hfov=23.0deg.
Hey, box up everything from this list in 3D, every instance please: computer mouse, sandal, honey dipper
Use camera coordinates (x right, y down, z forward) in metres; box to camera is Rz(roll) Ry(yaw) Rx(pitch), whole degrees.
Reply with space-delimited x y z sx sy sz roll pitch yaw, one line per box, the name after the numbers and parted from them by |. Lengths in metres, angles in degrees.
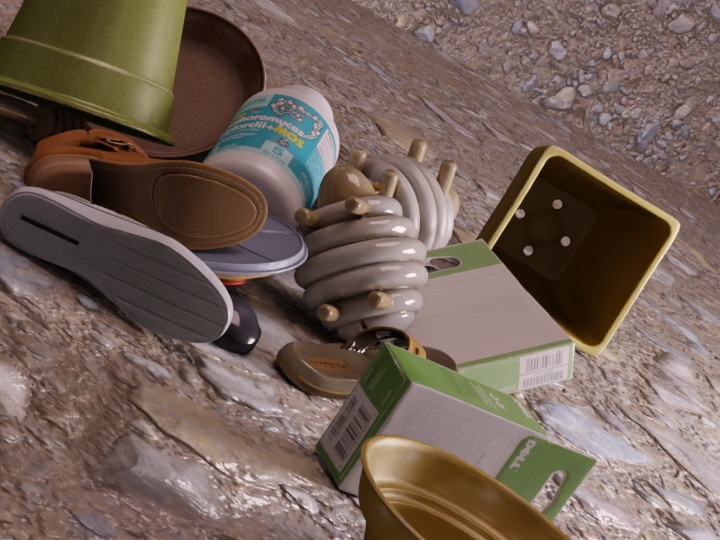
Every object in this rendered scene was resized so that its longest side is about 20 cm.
-0.118 0.015 1.528 0.059 0.034 0.200 26 15 -22 | computer mouse
0.016 0.076 1.531 0.200 0.054 0.080 7 26 -42 | sandal
-0.335 -0.148 1.600 0.200 0.038 0.038 17 21 -45 | honey dipper

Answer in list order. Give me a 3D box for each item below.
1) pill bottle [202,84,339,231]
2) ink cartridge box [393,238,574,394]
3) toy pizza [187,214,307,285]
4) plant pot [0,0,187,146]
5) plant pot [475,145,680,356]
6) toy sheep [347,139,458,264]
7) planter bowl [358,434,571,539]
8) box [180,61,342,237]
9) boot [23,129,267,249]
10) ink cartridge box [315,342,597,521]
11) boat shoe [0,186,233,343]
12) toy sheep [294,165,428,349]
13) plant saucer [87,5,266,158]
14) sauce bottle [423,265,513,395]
-0.087 -0.105 1.718 0.111 0.111 0.200 32 36 -5 | pill bottle
0.097 0.049 1.711 0.146 0.048 0.200 -12 33 -19 | ink cartridge box
-0.146 -0.026 1.542 0.200 0.032 0.200 11 18 -4 | toy pizza
-0.241 -0.237 1.670 0.200 0.190 0.200 19 0 0 | plant pot
0.246 -0.038 2.216 0.194 0.196 0.200 31 5 -10 | plant pot
0.026 -0.059 1.826 0.200 0.138 0.138 -8 39 -41 | toy sheep
0.064 0.203 1.189 0.200 0.083 0.200 32 14 -9 | planter bowl
-0.123 -0.128 1.880 0.200 0.095 0.078 39 14 19 | box
-0.187 -0.075 1.517 0.200 0.077 0.155 -1 18 -11 | boot
0.076 0.142 1.381 0.200 0.104 0.059 24 17 -33 | ink cartridge box
-0.185 -0.014 1.395 0.200 0.074 0.067 32 16 -1 | boat shoe
0.000 0.000 1.634 0.138 0.138 0.200 6 73 -61 | toy sheep
-0.197 -0.188 1.826 0.200 0.200 0.037 38 -27 19 | plant saucer
0.103 0.057 1.804 0.066 0.066 0.200 24 19 -33 | sauce bottle
